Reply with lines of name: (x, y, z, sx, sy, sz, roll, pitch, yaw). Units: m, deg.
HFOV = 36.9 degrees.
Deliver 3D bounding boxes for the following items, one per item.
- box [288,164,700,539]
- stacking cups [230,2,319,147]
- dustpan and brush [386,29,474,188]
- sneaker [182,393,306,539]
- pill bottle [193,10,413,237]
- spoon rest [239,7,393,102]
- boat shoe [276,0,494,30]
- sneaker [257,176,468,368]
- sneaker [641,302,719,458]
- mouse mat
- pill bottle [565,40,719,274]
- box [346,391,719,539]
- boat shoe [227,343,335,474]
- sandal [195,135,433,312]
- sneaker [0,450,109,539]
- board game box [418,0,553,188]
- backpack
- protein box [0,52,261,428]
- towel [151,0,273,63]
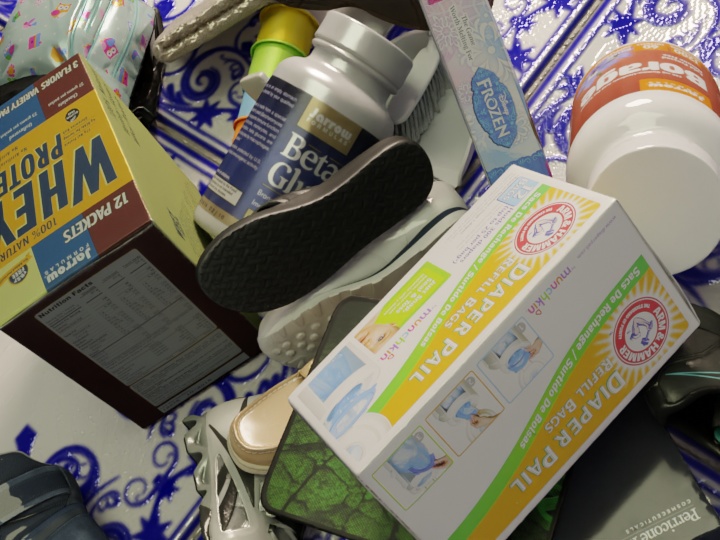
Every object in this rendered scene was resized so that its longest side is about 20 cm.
box: (0.074, 0.051, 0.613, 0.200, 0.102, 0.112, -46, 27, -7)
stacking cups: (-0.090, -0.143, 0.981, 0.060, 0.061, 0.202, 5, 67, 25)
dustpan and brush: (0.059, -0.179, 0.930, 0.138, 0.057, 0.202, 17, 70, 30)
sneaker: (-0.068, 0.169, 0.781, 0.088, 0.074, 0.201, -25, 51, 3)
pill bottle: (-0.041, -0.101, 0.872, 0.111, 0.111, 0.202, 32, 94, 34)
spoon rest: (-0.017, -0.202, 0.961, 0.200, 0.061, 0.099, -43, 22, -24)
boat shoe: (0.020, -0.259, 0.911, 0.197, 0.072, 0.077, 13, 52, 9)
sneaker: (0.000, 0.000, 0.851, 0.199, 0.077, 0.081, -32, 54, -9)
sneaker: (0.246, 0.094, 0.641, 0.198, 0.076, 0.080, 23, 36, -7)
mouse mat: (0.042, 0.102, 0.687, 0.198, 0.008, 0.163, 11, 67, 28)
pill bottle: (0.196, -0.078, 0.729, 0.111, 0.113, 0.200, -11, 23, 17)
box: (0.107, 0.144, 0.701, 0.198, 0.104, 0.183, -28, 53, 7)
boat shoe: (-0.006, 0.078, 0.775, 0.198, 0.070, 0.074, -24, 54, -15)
sandal: (-0.035, -0.034, 0.807, 0.199, 0.076, 0.048, -30, 29, -17)
sneaker: (-0.296, 0.233, 0.834, 0.201, 0.077, 0.147, -34, 65, -9)
board game box: (0.085, -0.139, 0.763, 0.043, 0.200, 0.201, -22, 93, 10)
backpack: (-0.276, -0.212, 1.055, 0.165, 0.127, 0.202, -2, 58, 26)
protein box: (-0.200, -0.019, 0.867, 0.134, 0.200, 0.200, -32, 55, 3)
towel: (-0.110, -0.263, 1.025, 0.198, 0.035, 0.133, -31, 17, 5)
